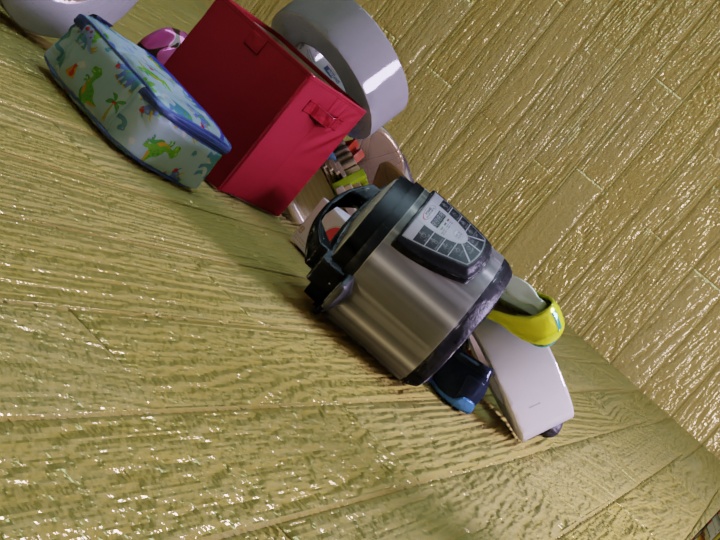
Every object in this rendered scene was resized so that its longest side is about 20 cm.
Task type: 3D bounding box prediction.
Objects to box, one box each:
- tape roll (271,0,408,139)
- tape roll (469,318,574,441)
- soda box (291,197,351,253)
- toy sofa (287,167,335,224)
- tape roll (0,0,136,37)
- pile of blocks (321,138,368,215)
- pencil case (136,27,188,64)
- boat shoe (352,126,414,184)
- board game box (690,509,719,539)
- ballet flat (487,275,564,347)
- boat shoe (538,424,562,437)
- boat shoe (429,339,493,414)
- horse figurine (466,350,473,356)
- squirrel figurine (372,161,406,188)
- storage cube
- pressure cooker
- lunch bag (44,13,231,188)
[{"bbox_3d":[-0.028,-0.270,1.801,0.200,0.066,0.200,45,-18,18],"label":"tape roll"},{"bbox_3d":[0.179,0.101,1.648,0.202,0.071,0.203,155,-90,-88],"label":"tape roll"},{"bbox_3d":[0.000,0.000,1.647,0.064,0.068,0.200,32,12,-46],"label":"soda box"},{"bbox_3d":[-0.109,-0.135,1.889,0.083,0.097,0.200,64,-3,-27],"label":"toy sofa"},{"bbox_3d":[-0.333,-0.367,1.574,0.066,0.200,0.200,45,10,38],"label":"tape roll"},{"bbox_3d":[-0.022,-0.143,1.830,0.200,0.062,0.082,60,-3,36],"label":"pile of blocks"},{"bbox_3d":[-0.229,-0.260,1.906,0.200,0.094,0.091,44,5,29],"label":"pencil case"},{"bbox_3d":[0.035,-0.137,1.949,0.065,0.072,0.200,-104,168,-47],"label":"boat shoe"},{"bbox_3d":[0.284,0.246,1.158,0.023,0.200,0.105,42,8,4],"label":"board game box"},{"bbox_3d":[0.141,0.019,1.549,0.200,0.067,0.067,27,-28,30],"label":"ballet flat"},{"bbox_3d":[0.219,0.152,1.816,0.060,0.074,0.200,37,12,-19],"label":"boat shoe"},{"bbox_3d":[0.102,0.092,1.612,0.084,0.069,0.200,33,11,-40],"label":"boat shoe"},{"bbox_3d":[0.112,0.068,1.803,0.200,0.050,0.132,29,-9,-19],"label":"horse figurine"},{"bbox_3d":[0.068,-0.021,1.889,0.200,0.142,0.187,36,-9,32],"label":"squirrel figurine"},{"bbox_3d":[-0.135,-0.199,1.708,0.200,0.180,0.171,44,9,22],"label":"storage cube"},{"bbox_3d":[0.035,0.001,1.448,0.200,0.179,0.176,41,-5,0],"label":"pressure cooker"},{"bbox_3d":[-0.240,-0.183,1.503,0.200,0.082,0.161,47,8,31],"label":"lunch bag"}]
